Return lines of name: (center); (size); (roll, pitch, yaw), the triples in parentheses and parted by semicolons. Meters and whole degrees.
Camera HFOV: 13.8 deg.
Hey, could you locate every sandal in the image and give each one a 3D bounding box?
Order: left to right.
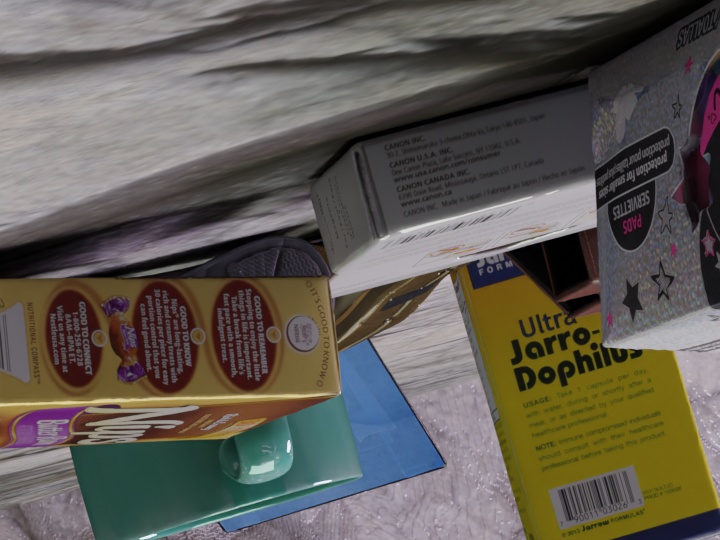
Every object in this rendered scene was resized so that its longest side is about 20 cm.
sandal: (0.000, 0.000, 1.445); (0.200, 0.054, 0.080); (-39, 168, 36)

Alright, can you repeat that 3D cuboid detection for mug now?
mug: (-0.074, 0.074, 1.608); (0.184, 0.115, 0.152); (-21, 172, 41)

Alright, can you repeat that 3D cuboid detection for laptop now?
laptop: (-0.076, 0.112, 2.004); (0.186, 0.117, 0.200); (-19, 174, 26)

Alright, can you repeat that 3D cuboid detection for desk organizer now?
desk organizer: (0.115, -0.020, 1.451); (0.077, 0.072, 0.200); (-13, 174, -12)

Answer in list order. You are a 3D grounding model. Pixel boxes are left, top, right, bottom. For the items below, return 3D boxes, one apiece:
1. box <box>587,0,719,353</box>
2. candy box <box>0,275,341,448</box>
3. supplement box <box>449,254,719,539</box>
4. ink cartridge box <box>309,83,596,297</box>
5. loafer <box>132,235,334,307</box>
box: (0.179, -0.037, 1.061); (0.131, 0.116, 0.200); (2, 168, -21)
candy box: (-0.122, 0.039, 1.227); (0.199, 0.057, 0.117); (-2, 169, -28)
supplement box: (0.130, 0.071, 1.728); (0.109, 0.201, 0.109); (-16, 175, -1)
ink cartridge box: (0.076, -0.041, 1.249); (0.199, 0.044, 0.174); (-15, 175, -14)
loafer: (-0.107, 0.035, 1.364); (0.199, 0.072, 0.063); (-17, 180, -30)
